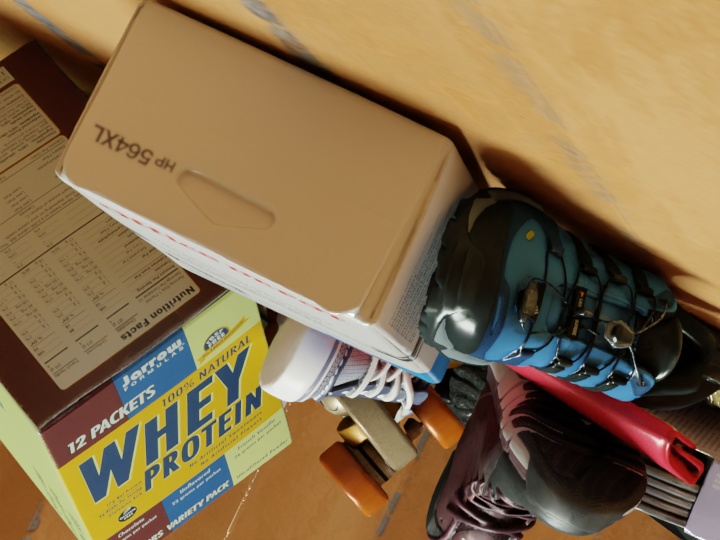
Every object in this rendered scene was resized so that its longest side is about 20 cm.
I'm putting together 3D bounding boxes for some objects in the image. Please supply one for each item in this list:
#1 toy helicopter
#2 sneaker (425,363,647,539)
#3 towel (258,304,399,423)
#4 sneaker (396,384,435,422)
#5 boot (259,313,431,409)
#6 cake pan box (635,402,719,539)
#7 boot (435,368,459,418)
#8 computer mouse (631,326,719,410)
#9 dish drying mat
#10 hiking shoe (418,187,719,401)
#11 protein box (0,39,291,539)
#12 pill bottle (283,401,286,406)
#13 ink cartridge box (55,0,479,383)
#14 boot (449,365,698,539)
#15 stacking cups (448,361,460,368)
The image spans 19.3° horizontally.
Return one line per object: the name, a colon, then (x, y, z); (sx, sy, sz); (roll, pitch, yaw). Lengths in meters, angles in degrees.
toy helicopter: (-0.029, 0.046, 1.266); (0.132, 0.079, 0.200); (50, 179, -36)
sneaker: (0.082, 0.119, 1.067); (0.075, 0.116, 0.200); (25, -167, -7)
towel: (-0.060, 0.029, 1.594); (0.200, 0.048, 0.171); (43, 176, 39)
sneaker: (0.040, 0.054, 1.431); (0.088, 0.076, 0.200); (-16, 167, 9)
boot: (0.005, 0.038, 1.106); (0.090, 0.073, 0.200); (31, -167, -5)
cake pan box: (0.172, 0.100, 1.231); (0.184, 0.052, 0.200); (23, -172, 12)
boot: (0.078, 0.080, 1.630); (0.198, 0.074, 0.162); (32, 174, -17)
computer mouse: (0.147, 0.053, 1.098); (0.140, 0.046, 0.200); (29, 174, -25)
dish drying mat: (0.077, 0.039, 1.032); (0.200, 0.018, 0.077); (33, 179, 26)
hiking shoe: (0.092, 0.013, 0.888); (0.086, 0.075, 0.200); (15, -179, 25)
protein box: (-0.158, 0.024, 1.172); (0.200, 0.135, 0.199); (47, 164, 26)
pill bottle: (-0.149, 0.050, 1.350); (0.200, 0.114, 0.114); (31, 176, 9)
ink cartridge box: (-0.026, -0.027, 0.910); (0.146, 0.085, 0.200); (25, 175, 12)
boot: (0.174, 0.119, 1.455); (0.211, 0.080, 0.158); (40, 162, -27)
stacking cups: (0.000, 0.000, 1.317); (0.060, 0.061, 0.200); (30, 179, -40)
